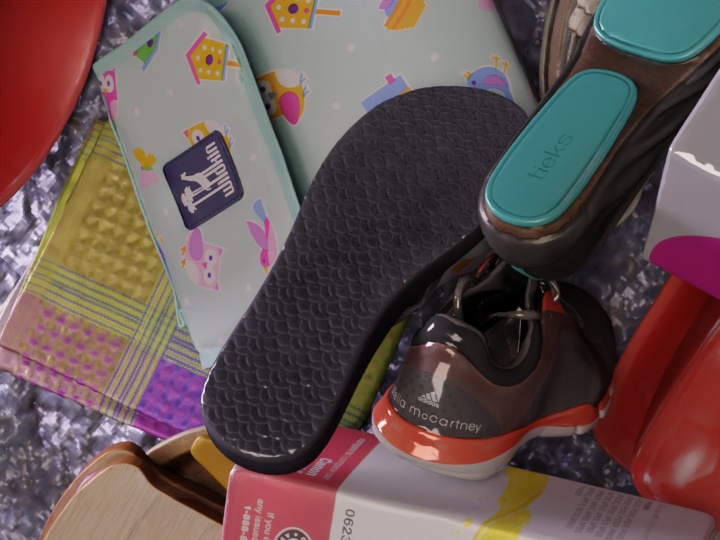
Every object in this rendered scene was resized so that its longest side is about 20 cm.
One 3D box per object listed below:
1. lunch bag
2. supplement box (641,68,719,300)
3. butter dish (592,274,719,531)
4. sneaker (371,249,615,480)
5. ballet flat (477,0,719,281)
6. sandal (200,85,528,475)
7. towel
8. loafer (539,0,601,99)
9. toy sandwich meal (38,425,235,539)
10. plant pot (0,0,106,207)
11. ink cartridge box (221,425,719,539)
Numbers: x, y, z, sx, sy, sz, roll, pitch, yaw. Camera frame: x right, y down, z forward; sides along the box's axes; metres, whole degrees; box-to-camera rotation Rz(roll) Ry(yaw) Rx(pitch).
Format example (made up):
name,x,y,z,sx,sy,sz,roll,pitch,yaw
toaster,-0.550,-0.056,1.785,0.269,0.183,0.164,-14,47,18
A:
name,x,y,z,sx,sy,sz,roll,pitch,yaw
lunch bag,-0.016,-0.062,1.048,0.200,0.122,0.170,-23,84,8
supplement box,0.211,-0.078,0.920,0.101,0.103,0.200,30,67,13
butter dish,0.204,0.077,0.978,0.199,0.148,0.200,34,120,9
sneaker,0.075,0.028,0.994,0.077,0.200,0.082,22,112,16
ballet flat,0.119,-0.077,0.950,0.068,0.068,0.200,31,74,33
sandal,-0.001,0.000,0.952,0.076,0.043,0.200,33,73,18
towel,-0.078,0.017,1.111,0.200,0.023,0.144,23,81,12
loafer,0.143,-0.151,1.005,0.072,0.063,0.200,30,79,-9
toy sandwich meal,-0.061,0.162,1.054,0.205,0.070,0.205,2,99,15
plant pot,-0.248,-0.140,1.085,0.177,0.200,0.201,21,99,22
ink cartridge box,0.041,0.160,0.951,0.200,0.083,0.145,11,104,13
